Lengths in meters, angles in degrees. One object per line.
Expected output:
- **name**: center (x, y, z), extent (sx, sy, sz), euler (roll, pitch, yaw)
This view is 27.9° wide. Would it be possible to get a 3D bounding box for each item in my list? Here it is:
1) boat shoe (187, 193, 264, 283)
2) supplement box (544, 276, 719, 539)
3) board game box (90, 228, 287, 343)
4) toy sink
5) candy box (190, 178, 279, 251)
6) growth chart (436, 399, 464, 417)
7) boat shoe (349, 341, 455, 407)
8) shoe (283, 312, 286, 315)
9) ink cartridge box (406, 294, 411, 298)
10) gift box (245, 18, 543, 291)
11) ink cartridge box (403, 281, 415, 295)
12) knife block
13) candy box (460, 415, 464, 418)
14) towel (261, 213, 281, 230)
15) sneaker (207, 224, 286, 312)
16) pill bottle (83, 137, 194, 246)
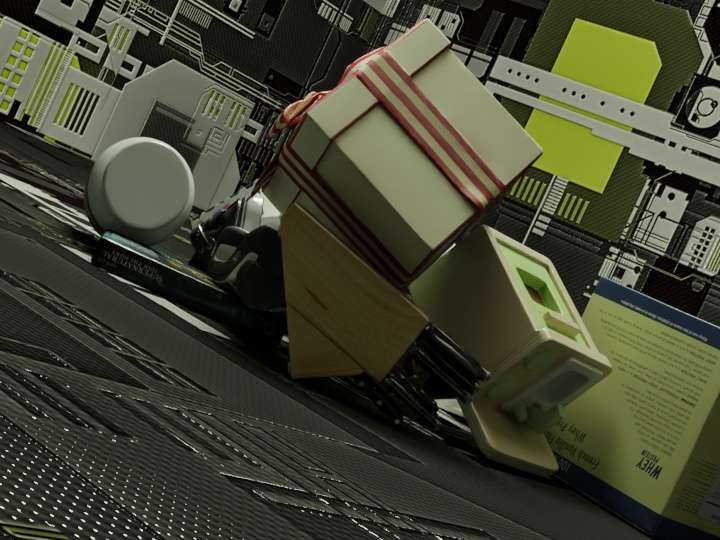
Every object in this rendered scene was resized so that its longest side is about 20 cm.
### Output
- **boat shoe**: center (-0.150, -0.029, 1.545), extent (0.066, 0.071, 0.200), euler (13, -23, -11)
- **supplement box**: center (0.299, 0.144, 1.429), extent (0.134, 0.201, 0.200), euler (24, 2, -38)
- **board game box**: center (-0.170, 0.014, 1.451), extent (0.199, 0.028, 0.135), euler (25, 1, -8)
- **toy sink**: center (0.153, 0.076, 1.385), extent (0.130, 0.112, 0.201), euler (24, 35, -47)
- **candy box**: center (-0.096, -0.060, 1.820), extent (0.167, 0.072, 0.200), euler (-7, -9, -32)
- **growth chart**: center (0.128, 0.095, 1.518), extent (0.018, 0.146, 0.199), euler (19, 3, -41)
- **boat shoe**: center (0.066, 0.094, 1.418), extent (0.199, 0.073, 0.063), euler (1, 44, -48)
- **shoe**: center (-0.083, 0.027, 1.645), extent (0.053, 0.070, 0.200), euler (34, 6, 12)
- **ink cartridge box**: center (0.000, 0.000, 1.554), extent (0.119, 0.042, 0.200), euler (36, 3, 8)
- **gift box**: center (0.018, -0.091, 1.320), extent (0.187, 0.184, 0.200), euler (48, -33, 3)
- **ink cartridge box**: center (0.010, -0.034, 1.459), extent (0.199, 0.048, 0.146), euler (24, 17, -47)
- **knife block**: center (0.023, 0.037, 1.246), extent (0.174, 0.202, 0.064), euler (-4, 1, 0)
- **candy box**: center (0.172, 0.146, 1.650), extent (0.199, 0.078, 0.169), euler (26, 1, -27)
- **towel**: center (-0.073, -0.018, 1.696), extent (0.198, 0.024, 0.153), euler (-5, -35, 21)
- **sneaker**: center (-0.063, 0.008, 1.398), extent (0.115, 0.076, 0.200), euler (22, 1, -25)
- **pill bottle**: center (-0.238, -0.084, 1.563), extent (0.114, 0.115, 0.200), euler (25, -7, -11)
